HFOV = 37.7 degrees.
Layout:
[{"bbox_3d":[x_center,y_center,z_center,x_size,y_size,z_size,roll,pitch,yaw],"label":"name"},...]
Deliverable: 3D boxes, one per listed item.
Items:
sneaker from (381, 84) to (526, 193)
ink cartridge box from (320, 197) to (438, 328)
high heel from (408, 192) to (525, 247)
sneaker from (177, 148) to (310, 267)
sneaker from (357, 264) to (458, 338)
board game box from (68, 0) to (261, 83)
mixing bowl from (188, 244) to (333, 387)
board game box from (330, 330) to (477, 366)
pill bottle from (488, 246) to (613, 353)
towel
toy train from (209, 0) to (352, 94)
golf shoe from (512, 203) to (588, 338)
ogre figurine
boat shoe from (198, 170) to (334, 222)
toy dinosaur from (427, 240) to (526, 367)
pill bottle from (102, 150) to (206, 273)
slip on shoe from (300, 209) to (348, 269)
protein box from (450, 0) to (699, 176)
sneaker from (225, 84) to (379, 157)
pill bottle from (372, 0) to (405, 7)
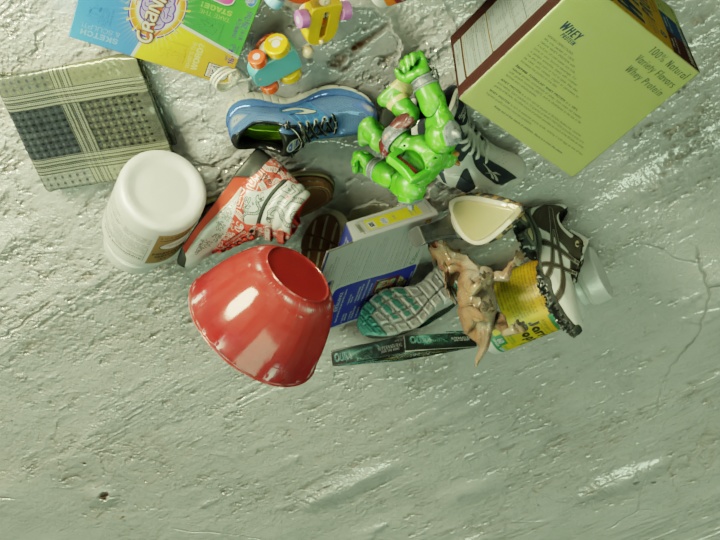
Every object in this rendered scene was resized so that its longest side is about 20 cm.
[{"bbox_3d":[0.136,-0.176,1.375,0.199,0.080,0.130,16,142,-5],"label":"sneaker"},{"bbox_3d":[0.000,0.000,1.508,0.200,0.047,0.198,-16,145,-32],"label":"ink cartridge box"},{"bbox_3d":[0.177,-0.078,1.428,0.142,0.072,0.200,-18,-177,-40],"label":"high heel"},{"bbox_3d":[-0.153,-0.055,1.403,0.108,0.067,0.201,38,108,-4],"label":"sneaker"},{"bbox_3d":[0.079,0.063,1.576,0.200,0.078,0.091,-22,154,-27],"label":"sneaker"},{"bbox_3d":[-0.228,-0.316,1.244,0.200,0.040,0.153,14,133,-17],"label":"board game box"},{"bbox_3d":[-0.109,0.040,1.360,0.200,0.200,0.108,27,120,-27],"label":"mixing bowl"},{"bbox_3d":[0.063,0.120,1.614,0.135,0.028,0.200,-1,170,-35],"label":"board game box"},{"bbox_3d":[0.269,0.041,1.580,0.200,0.113,0.113,-24,132,20],"label":"pill bottle"},{"bbox_3d":[-0.350,-0.194,1.375,0.200,0.035,0.193,-7,132,7],"label":"towel"},{"bbox_3d":[-0.098,-0.294,1.237,0.150,0.056,0.200,1,142,-45],"label":"toy train"},{"bbox_3d":[0.286,-0.007,1.481,0.094,0.200,0.078,-20,163,2],"label":"golf shoe"},{"bbox_3d":[0.058,-0.158,1.294,0.200,0.120,0.098,-47,157,29],"label":"ogre figurine"},{"bbox_3d":[-0.129,-0.079,1.469,0.200,0.068,0.072,-16,133,12],"label":"boat shoe"},{"bbox_3d":[0.162,0.045,1.495,0.086,0.200,0.135,7,162,-31],"label":"toy dinosaur"},{"bbox_3d":[-0.284,-0.069,1.409,0.114,0.115,0.200,15,155,-17],"label":"pill bottle"},{"bbox_3d":[-0.046,-0.011,1.554,0.061,0.076,0.200,-23,140,-39],"label":"slip on shoe"},{"bbox_3d":[0.250,-0.259,1.258,0.198,0.135,0.200,29,128,-27],"label":"protein box"},{"bbox_3d":[-0.074,-0.181,1.353,0.200,0.089,0.079,-5,137,3],"label":"sneaker"},{"bbox_3d":[0.096,-0.370,1.155,0.200,0.110,0.110,-16,134,13],"label":"pill bottle"}]
